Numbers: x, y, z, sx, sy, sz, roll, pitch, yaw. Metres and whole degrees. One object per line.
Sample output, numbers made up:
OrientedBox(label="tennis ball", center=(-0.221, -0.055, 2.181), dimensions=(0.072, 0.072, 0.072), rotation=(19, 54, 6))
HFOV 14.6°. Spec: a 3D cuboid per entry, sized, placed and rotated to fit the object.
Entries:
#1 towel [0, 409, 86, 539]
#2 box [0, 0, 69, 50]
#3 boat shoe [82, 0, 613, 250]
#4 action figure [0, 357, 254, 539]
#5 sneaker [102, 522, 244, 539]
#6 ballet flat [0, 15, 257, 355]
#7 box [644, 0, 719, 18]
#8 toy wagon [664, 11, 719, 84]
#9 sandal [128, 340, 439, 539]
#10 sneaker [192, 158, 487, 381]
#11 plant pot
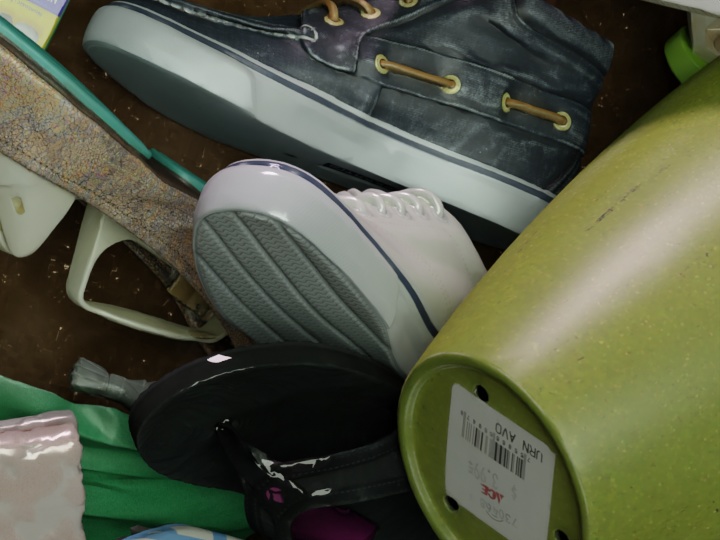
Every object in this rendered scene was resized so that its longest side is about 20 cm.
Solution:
OrientedBox(label="towel", center=(-0.186, 0.144, 0.970), dimensions=(0.190, 0.032, 0.201), rotation=(-6, 118, -16))
OrientedBox(label="box", center=(-0.200, -0.037, 1.016), dimensions=(0.117, 0.048, 0.201), rotation=(27, 82, -10))
OrientedBox(label="boat shoe", center=(-0.002, -0.082, 1.060), dimensions=(0.200, 0.071, 0.091), rotation=(22, 80, -18))
OrientedBox(label="action figure", center=(-0.099, 0.072, 1.014), dimensions=(0.199, 0.055, 0.118), rotation=(2, 130, -24))
OrientedBox(label="sneaker", center=(-0.032, 0.135, 0.990), dimensions=(0.200, 0.072, 0.072), rotation=(11, 101, -44))
OrientedBox(label="ballet flat", center=(-0.094, -0.023, 1.004), dimensions=(0.200, 0.068, 0.067), rotation=(37, 88, -33))
OrientedBox(label="box", center=(0.092, -0.199, 0.992), dimensions=(0.144, 0.036, 0.201), rotation=(16, 99, 22))
OrientedBox(label="toy wagon", center=(0.185, -0.119, 1.062), dimensions=(0.200, 0.040, 0.155), rotation=(31, 124, -25))
OrientedBox(label="sandal", center=(0.003, 0.075, 0.996), dimensions=(0.075, 0.048, 0.200), rotation=(-41, 139, 23))
OrientedBox(label="sneaker", center=(0.000, 0.000, 1.013), dimensions=(0.073, 0.200, 0.071), rotation=(4, 67, 25))
OrientedBox(label="plant pot", center=(0.115, 0.032, 0.988), dimensions=(0.200, 0.187, 0.188), rotation=(-26, 93, -34))
